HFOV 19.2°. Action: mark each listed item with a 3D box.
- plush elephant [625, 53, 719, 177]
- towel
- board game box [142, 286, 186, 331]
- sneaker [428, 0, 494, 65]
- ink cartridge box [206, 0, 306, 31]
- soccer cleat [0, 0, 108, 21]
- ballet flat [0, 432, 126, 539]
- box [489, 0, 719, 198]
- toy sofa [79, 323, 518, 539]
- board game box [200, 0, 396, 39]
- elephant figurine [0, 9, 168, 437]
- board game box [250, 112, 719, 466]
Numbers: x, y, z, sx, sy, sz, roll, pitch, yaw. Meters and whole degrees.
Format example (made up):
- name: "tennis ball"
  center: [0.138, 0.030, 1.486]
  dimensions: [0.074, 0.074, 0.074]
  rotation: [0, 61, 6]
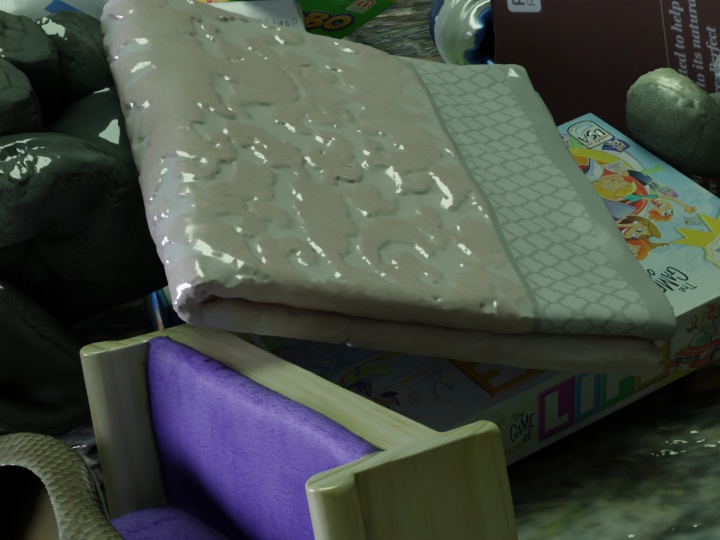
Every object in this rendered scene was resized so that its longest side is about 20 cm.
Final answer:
- name: "plush elephant"
  center: [0.248, -0.080, 0.914]
  dimensions: [0.165, 0.155, 0.200]
  rotation: [43, 28, 25]
- name: "towel"
  center: [0.005, -0.037, 0.805]
  dimensions: [0.191, 0.032, 0.200]
  rotation: [8, 32, -21]
- name: "board game box"
  center: [0.000, 0.000, 0.999]
  dimensions: [0.200, 0.056, 0.196]
  rotation: [-12, 15, -8]
- name: "sneaker"
  center: [0.134, -0.115, 1.216]
  dimensions: [0.200, 0.081, 0.146]
  rotation: [19, 17, -7]
- name: "ink cartridge box"
  center: [-0.124, -0.095, 1.271]
  dimensions: [0.161, 0.050, 0.200]
  rotation: [-5, -21, -12]
- name: "soccer cleat"
  center: [-0.186, -0.124, 1.111]
  dimensions: [0.200, 0.086, 0.070]
  rotation: [-11, 11, -13]
- name: "ballet flat"
  center: [-0.108, 0.097, 0.695]
  dimensions: [0.046, 0.067, 0.200]
  rotation: [17, 7, -30]
- name: "box"
  center: [0.194, -0.118, 1.098]
  dimensions: [0.164, 0.166, 0.200]
  rotation: [8, 23, 44]
- name: "toy sofa"
  center: [-0.037, 0.078, 0.693]
  dimensions: [0.098, 0.083, 0.200]
  rotation: [-15, 17, -24]
- name: "board game box"
  center: [-0.076, -0.138, 1.276]
  dimensions: [0.096, 0.030, 0.200]
  rotation: [8, -23, -41]
- name: "elephant figurine"
  center: [-0.149, -0.001, 0.878]
  dimensions: [0.155, 0.200, 0.141]
  rotation: [45, 34, 19]
- name: "board game box"
  center: [0.055, 0.012, 0.844]
  dimensions: [0.200, 0.034, 0.134]
  rotation: [-24, 41, -25]
